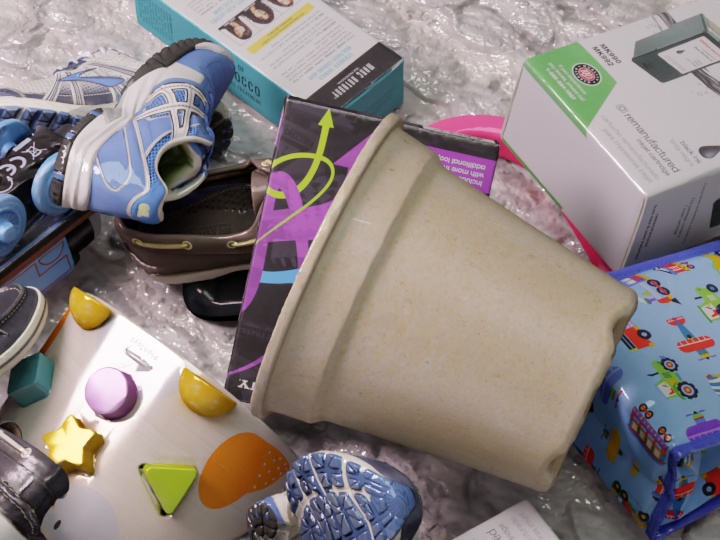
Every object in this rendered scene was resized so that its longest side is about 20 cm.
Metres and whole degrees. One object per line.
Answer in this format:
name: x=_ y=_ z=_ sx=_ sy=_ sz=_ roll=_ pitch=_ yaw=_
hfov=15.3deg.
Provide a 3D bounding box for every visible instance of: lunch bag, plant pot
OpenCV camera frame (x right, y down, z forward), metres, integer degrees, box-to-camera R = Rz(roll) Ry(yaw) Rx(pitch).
lunch bag: x=0.231 y=0.059 z=1.737 sx=0.200 sy=0.094 sz=0.151 roll=-22 pitch=55 yaw=-25
plant pot: x=0.059 y=0.034 z=1.604 sx=0.183 sy=0.201 sz=0.201 roll=25 pitch=56 yaw=5

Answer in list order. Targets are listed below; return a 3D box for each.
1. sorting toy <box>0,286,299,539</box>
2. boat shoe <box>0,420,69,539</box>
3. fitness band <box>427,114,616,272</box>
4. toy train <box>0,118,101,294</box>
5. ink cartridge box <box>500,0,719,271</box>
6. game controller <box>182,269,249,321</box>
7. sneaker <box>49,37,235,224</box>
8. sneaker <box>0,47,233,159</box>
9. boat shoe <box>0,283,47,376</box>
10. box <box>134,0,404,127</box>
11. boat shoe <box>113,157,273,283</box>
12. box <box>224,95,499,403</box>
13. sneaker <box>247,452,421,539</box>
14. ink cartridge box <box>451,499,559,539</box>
sorting toy: x=-0.173 y=0.127 z=1.702 sx=0.200 sy=0.107 sz=0.180 roll=33 pitch=79 yaw=23
boat shoe: x=-0.231 y=0.115 z=1.633 sx=0.060 sy=0.074 sz=0.200 roll=-45 pitch=22 yaw=-10
fitness band: x=0.097 y=-0.025 z=1.837 sx=0.143 sy=0.037 sz=0.200 roll=-19 pitch=56 yaw=-14
toy train: x=-0.250 y=-0.014 z=1.782 sx=0.087 sy=0.114 sz=0.200 roll=29 pitch=56 yaw=35
ink cartridge box: x=0.221 y=-0.100 z=1.842 sx=0.200 sy=0.084 sz=0.146 roll=-21 pitch=56 yaw=-28
game controller: x=-0.025 y=-0.017 z=1.806 sx=0.199 sy=0.042 sz=0.105 roll=-4 pitch=65 yaw=19
sneaker: x=-0.128 y=-0.086 z=1.770 sx=0.077 sy=0.076 sz=0.200 roll=22 pitch=40 yaw=13
sneaker: x=-0.193 y=-0.113 z=1.892 sx=0.199 sy=0.077 sz=0.085 roll=-1 pitch=45 yaw=-11
boat shoe: x=-0.269 y=0.051 z=1.659 sx=0.074 sy=0.062 sz=0.200 roll=-7 pitch=21 yaw=43
box: x=-0.067 y=-0.166 z=1.937 sx=0.200 sy=0.049 sz=0.082 roll=38 pitch=62 yaw=25
boat shoe: x=-0.064 y=-0.042 z=1.773 sx=0.199 sy=0.060 sz=0.072 roll=-12 pitch=62 yaw=15
box: x=0.000 y=0.000 z=1.729 sx=0.142 sy=0.036 sz=0.201 roll=12 pitch=97 yaw=-2
sneaker: x=0.000 y=0.143 z=1.612 sx=0.085 sy=0.200 sz=0.077 roll=-15 pitch=85 yaw=-24
ink cartridge box: x=0.055 y=0.251 z=1.595 sx=0.200 sy=0.084 sz=0.145 roll=-27 pitch=57 yaw=-18
